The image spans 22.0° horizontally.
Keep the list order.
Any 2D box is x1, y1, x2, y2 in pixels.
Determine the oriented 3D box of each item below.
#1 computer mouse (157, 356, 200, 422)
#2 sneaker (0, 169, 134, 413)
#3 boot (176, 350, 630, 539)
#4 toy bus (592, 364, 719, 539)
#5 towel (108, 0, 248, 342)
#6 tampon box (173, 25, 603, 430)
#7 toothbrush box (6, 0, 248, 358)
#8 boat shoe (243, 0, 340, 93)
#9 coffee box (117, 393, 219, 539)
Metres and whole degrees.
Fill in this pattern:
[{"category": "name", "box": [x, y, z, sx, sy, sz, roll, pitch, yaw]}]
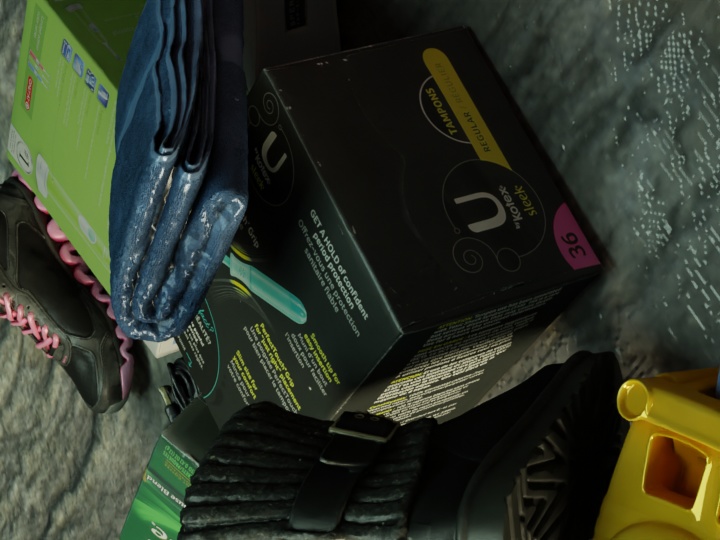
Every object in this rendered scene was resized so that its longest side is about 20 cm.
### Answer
[{"category": "computer mouse", "box": [-0.069, 0.089, 1.175, 0.200, 0.044, 0.110, -32, 77, 61]}, {"category": "sneaker", "box": [-0.236, 0.021, 1.343, 0.200, 0.095, 0.079, 61, 144, 14]}, {"category": "boot", "box": [0.027, 0.089, 0.838, 0.157, 0.211, 0.080, -2, 101, 27]}, {"category": "toy bus", "box": [0.192, 0.099, 0.726, 0.200, 0.135, 0.193, 24, 108, 47]}, {"category": "towel", "box": [-0.093, -0.066, 0.902, 0.200, 0.048, 0.112, -97, 27, -50]}, {"category": "tampon box", "box": [0.000, 0.000, 0.946, 0.150, 0.126, 0.200, 62, 146, 18]}, {"category": "toothbrush box", "box": [-0.132, -0.071, 1.148, 0.200, 0.086, 0.146, 50, 141, 31]}, {"category": "boat shoe", "box": [-0.046, -0.184, 0.989, 0.086, 0.074, 0.202, 51, 150, 43]}, {"category": "coffee box", "box": [-0.087, 0.168, 1.181, 0.123, 0.044, 0.200, 41, 149, 6]}]
